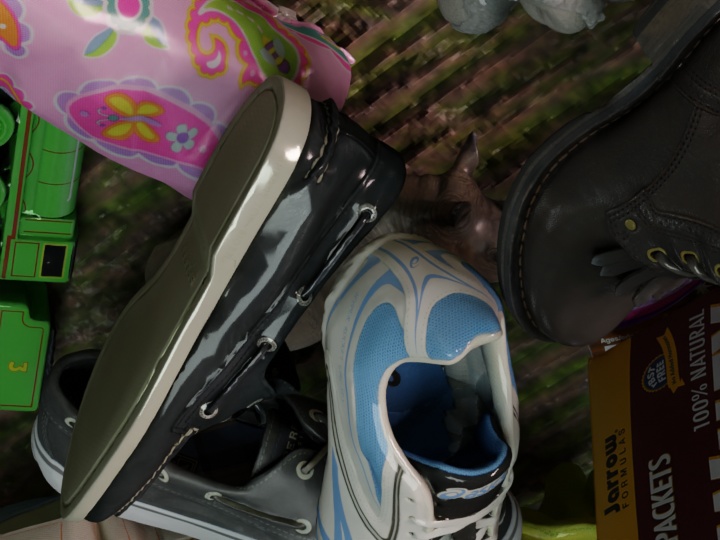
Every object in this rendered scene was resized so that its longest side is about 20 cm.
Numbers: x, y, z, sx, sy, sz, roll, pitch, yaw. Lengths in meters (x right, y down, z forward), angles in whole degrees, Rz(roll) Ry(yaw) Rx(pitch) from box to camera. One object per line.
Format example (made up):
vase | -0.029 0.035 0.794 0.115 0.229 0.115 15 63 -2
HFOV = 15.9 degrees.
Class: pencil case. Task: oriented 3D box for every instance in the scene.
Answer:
pencil case | -0.095 -0.092 0.936 0.200 0.087 0.087 29 126 -28

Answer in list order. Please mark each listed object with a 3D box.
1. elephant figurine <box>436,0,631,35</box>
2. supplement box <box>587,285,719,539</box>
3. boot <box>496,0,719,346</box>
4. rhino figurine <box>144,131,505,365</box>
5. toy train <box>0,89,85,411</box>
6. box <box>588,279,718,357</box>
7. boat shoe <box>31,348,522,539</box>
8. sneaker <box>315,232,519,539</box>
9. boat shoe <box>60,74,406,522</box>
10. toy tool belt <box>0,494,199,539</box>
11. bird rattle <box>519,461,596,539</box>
elephant figurine | 0.136 -0.122 0.883 0.200 0.142 0.155 16 166 -12
supplement box | 0.224 0.083 0.951 0.200 0.133 0.197 -33 127 32
boot | 0.130 0.008 0.802 0.069 0.174 0.200 -8 144 -33
rhino figurine | 0.000 0.000 1.009 0.200 0.060 0.087 -18 124 32
toy train | -0.140 -0.023 1.035 0.056 0.042 0.200 4 127 -14
box | 0.189 0.011 1.019 0.200 0.039 0.137 -12 124 16
boat shoe | -0.033 0.078 1.010 0.200 0.069 0.057 12 145 3
sneaker | 0.025 0.079 0.928 0.072 0.072 0.200 -21 132 -18
boat shoe | -0.046 0.022 0.936 0.066 0.075 0.199 20 115 -21
toy tool belt | -0.091 0.119 1.094 0.200 0.123 0.125 -21 133 15
bird rattle | 0.049 0.173 1.089 0.113 0.163 0.200 6 122 10
